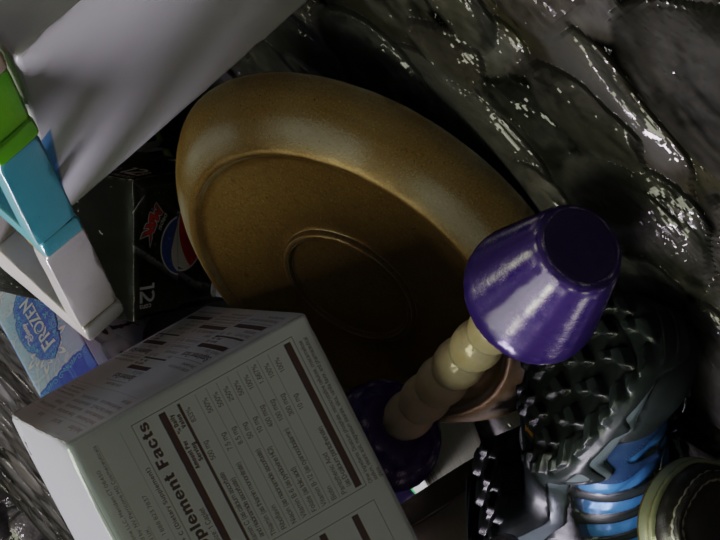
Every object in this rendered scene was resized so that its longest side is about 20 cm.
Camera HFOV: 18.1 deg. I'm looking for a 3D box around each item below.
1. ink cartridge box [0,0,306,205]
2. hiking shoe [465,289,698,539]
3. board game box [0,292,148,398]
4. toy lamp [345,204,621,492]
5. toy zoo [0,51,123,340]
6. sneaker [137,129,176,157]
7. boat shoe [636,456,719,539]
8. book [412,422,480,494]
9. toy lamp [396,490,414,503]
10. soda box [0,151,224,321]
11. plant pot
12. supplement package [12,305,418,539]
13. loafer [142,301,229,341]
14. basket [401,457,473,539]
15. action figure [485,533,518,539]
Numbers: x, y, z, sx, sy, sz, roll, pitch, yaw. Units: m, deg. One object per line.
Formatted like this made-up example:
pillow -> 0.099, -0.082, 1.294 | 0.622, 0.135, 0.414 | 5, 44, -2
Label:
ink cartridge box -> -0.136, -0.158, 0.859 | 0.200, 0.146, 0.147 | 43, 163, 14
hiking shoe -> 0.107, 0.069, 0.938 | 0.086, 0.075, 0.200 | 5, 150, -14
board game box -> -0.122, 0.043, 1.250 | 0.200, 0.043, 0.199 | 31, -162, -47
toy lamp -> 0.046, 0.032, 0.904 | 0.058, 0.058, 0.200 | 46, 149, 4
toy zoo -> -0.153, -0.050, 0.854 | 0.131, 0.020, 0.200 | 39, 162, 27
sneaker -> -0.134, -0.063, 1.177 | 0.200, 0.071, 0.084 | 32, 120, 44
boat shoe -> 0.192, 0.146, 0.888 | 0.200, 0.073, 0.065 | 42, 158, -15
book -> -0.004, 0.032, 1.156 | 0.133, 0.048, 0.201 | 40, 164, 41
toy lamp -> 0.066, 0.172, 1.245 | 0.200, 0.058, 0.058 | 36, 160, 28
soda box -> -0.155, -0.026, 1.103 | 0.199, 0.063, 0.071 | 11, 106, 41
plant pot -> 0.000, 0.000, 0.977 | 0.199, 0.028, 0.201 | 23, 146, 17
supplement package -> -0.058, 0.110, 0.973 | 0.157, 0.110, 0.200 | 63, 167, -7
loafer -> -0.073, 0.028, 1.192 | 0.072, 0.073, 0.200 | 43, -165, -30
basket -> 0.092, 0.190, 1.092 | 0.201, 0.180, 0.136 | 59, 163, -1
action figure -> 0.145, 0.184, 0.923 | 0.192, 0.105, 0.200 | 17, -161, -34
